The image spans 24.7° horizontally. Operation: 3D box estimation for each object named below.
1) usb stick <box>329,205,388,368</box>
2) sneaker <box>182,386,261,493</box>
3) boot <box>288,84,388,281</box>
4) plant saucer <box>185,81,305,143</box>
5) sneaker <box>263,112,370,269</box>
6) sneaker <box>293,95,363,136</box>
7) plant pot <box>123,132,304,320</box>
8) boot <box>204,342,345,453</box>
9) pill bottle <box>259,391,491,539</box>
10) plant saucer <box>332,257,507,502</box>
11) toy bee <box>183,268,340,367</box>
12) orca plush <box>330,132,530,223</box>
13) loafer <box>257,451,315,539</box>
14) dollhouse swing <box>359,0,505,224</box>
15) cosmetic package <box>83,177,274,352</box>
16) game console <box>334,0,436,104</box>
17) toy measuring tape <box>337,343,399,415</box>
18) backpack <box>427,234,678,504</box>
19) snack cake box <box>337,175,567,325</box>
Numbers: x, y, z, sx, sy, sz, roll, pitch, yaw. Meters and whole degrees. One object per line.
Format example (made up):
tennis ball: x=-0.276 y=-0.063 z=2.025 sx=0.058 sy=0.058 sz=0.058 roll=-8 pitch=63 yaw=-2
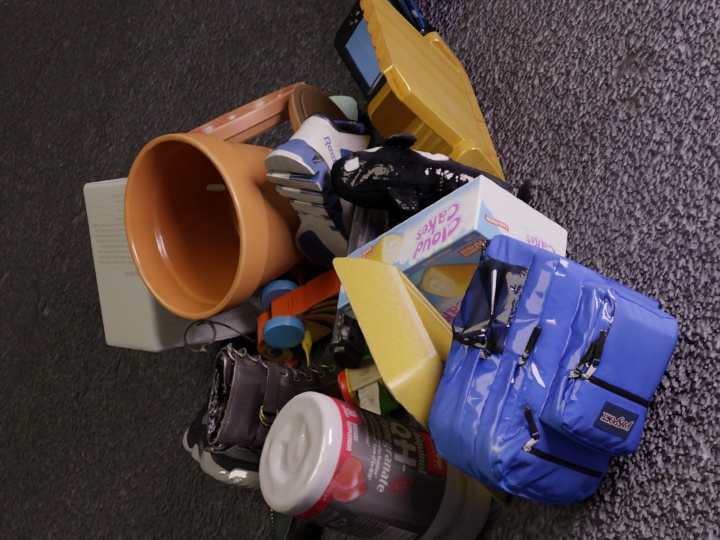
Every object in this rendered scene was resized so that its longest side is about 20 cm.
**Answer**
usb stick: x=0.000 y=0.000 z=1.664 sx=0.032 sy=0.056 sz=0.201 roll=5 pitch=65 yaw=13
sneaker: x=-0.137 y=0.176 z=1.864 sx=0.200 sy=0.075 sz=0.114 roll=26 pitch=96 yaw=62
boot: x=-0.059 y=-0.094 z=1.861 sx=0.155 sy=0.077 sz=0.201 roll=-32 pitch=86 yaw=47
plant saucer: x=-0.150 y=-0.165 z=1.924 sx=0.200 sy=0.032 sz=0.200 roll=-25 pitch=10 yaw=5
sneaker: x=-0.024 y=-0.094 z=1.731 sx=0.080 sy=0.200 sz=0.115 roll=16 pitch=58 yaw=28
sneaker: x=-0.070 y=-0.142 z=1.967 sx=0.200 sy=0.074 sz=0.119 roll=-18 pitch=61 yaw=43
plant pot: x=-0.143 y=-0.057 z=1.795 sx=0.200 sy=0.140 sz=0.201 roll=14 pitch=109 yaw=44
boot: x=-0.070 y=0.110 z=1.703 sx=0.069 sy=0.174 sz=0.201 roll=-12 pitch=61 yaw=55
pill bottle: x=0.018 y=0.189 z=1.485 sx=0.111 sy=0.199 sz=0.111 roll=-35 pitch=44 yaw=42
plant saucer: x=0.068 y=0.087 z=1.499 sx=0.048 sy=0.200 sz=0.200 roll=-37 pitch=38 yaw=10
toy bee: x=-0.079 y=0.059 z=1.847 sx=0.199 sy=0.109 sz=0.131 roll=-2 pitch=59 yaw=31
orca plush: x=0.061 y=-0.065 z=1.603 sx=0.071 sy=0.199 sz=0.106 roll=-66 pitch=-4 yaw=-49
loafer: x=-0.080 y=0.206 z=1.760 sx=0.068 sy=0.070 sz=0.201 roll=-32 pitch=46 yaw=46
dollhouse swing: x=0.035 y=-0.153 z=1.709 sx=0.182 sy=0.175 sz=0.201 roll=-48 pitch=36 yaw=29
cosmetic package: x=-0.213 y=-0.018 z=1.951 sx=0.166 sy=0.167 sz=0.201 roll=1 pitch=100 yaw=60
game console: x=0.002 y=-0.312 z=1.921 sx=0.171 sy=0.118 sz=0.200 roll=-55 pitch=32 yaw=20
toy measuring tape: x=0.017 y=0.132 z=1.636 sx=0.074 sy=0.073 sz=0.200 roll=-54 pitch=21 yaw=22
backpack: x=0.155 y=0.093 z=1.368 sx=0.168 sy=0.162 sz=0.201 roll=24 pitch=90 yaw=57
snack cake box: x=0.086 y=0.000 z=1.569 sx=0.200 sy=0.115 sz=0.067 roll=-31 pitch=38 yaw=42
